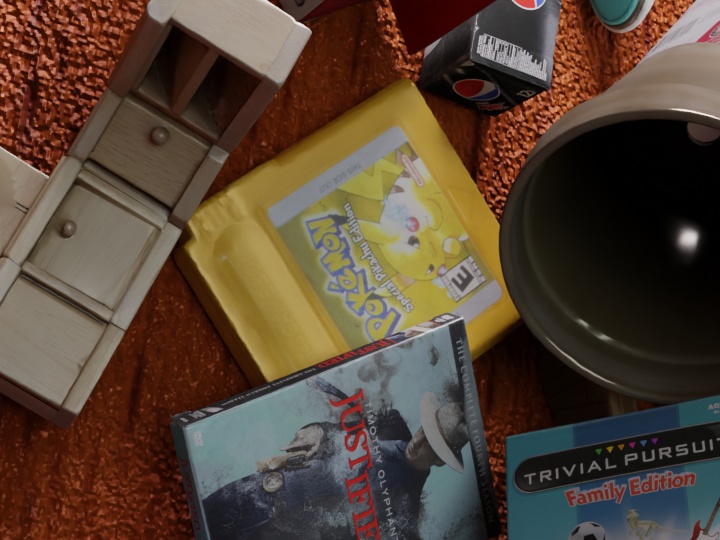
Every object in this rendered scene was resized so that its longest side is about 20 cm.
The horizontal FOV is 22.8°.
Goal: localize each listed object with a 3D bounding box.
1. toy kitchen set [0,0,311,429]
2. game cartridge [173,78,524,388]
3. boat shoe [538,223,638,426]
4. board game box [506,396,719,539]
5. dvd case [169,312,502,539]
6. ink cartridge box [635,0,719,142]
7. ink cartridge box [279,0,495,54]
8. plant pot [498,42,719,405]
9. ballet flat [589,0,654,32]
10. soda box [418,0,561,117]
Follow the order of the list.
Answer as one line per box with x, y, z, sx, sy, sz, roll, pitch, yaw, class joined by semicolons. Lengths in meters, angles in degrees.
-0.162;-0.058;0.936;0.163;0.180;0.201;31;66;-9;toy kitchen set
0.000;0.000;1.105;0.200;0.032;0.177;-35;95;-31;game cartridge
0.153;0.030;1.159;0.065;0.072;0.201;-7;75;-28;boat shoe
0.160;0.175;1.004;0.047;0.150;0.201;58;26;-46;board game box
-0.009;0.124;1.050;0.199;0.022;0.147;-19;106;-32;dvd case
0.285;-0.165;1.232;0.086;0.147;0.200;49;62;-9;ink cartridge box
0.014;-0.228;1.069;0.084;0.200;0.176;-23;88;-30;ink cartridge box
0.199;-0.048;1.083;0.200;0.200;0.174;45;36;-12;plant pot
0.185;-0.265;1.257;0.069;0.069;0.201;-6;80;-29;ballet flat
0.095;-0.210;1.184;0.063;0.071;0.201;19;70;-24;soda box
